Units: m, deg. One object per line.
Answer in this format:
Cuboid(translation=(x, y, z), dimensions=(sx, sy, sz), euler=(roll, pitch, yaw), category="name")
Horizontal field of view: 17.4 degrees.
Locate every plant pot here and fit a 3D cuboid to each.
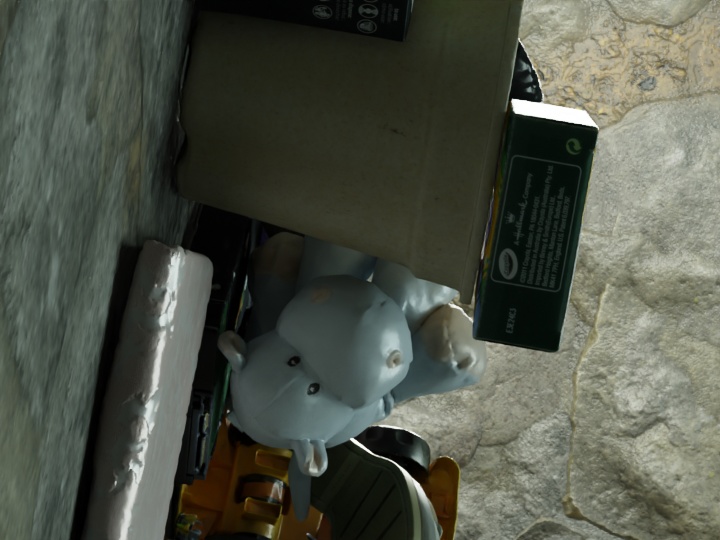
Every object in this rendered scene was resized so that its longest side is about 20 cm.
Cuboid(translation=(-0.008, -0.094, 1.383), dimensions=(0.200, 0.183, 0.200), euler=(10, 90, -88), category="plant pot")

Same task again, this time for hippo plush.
Cuboid(translation=(-0.034, 0.044, 1.454), dimensions=(0.200, 0.159, 0.161), euler=(-39, 169, 16), category="hippo plush")

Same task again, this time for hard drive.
Cuboid(translation=(-0.096, 0.023, 1.530), dimensions=(0.200, 0.038, 0.140), euler=(-79, 178, -49), category="hard drive")

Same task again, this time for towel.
Cuboid(translation=(-0.118, 0.084, 1.286), dimensions=(0.191, 0.032, 0.200), euler=(27, 73, -89), category="towel")

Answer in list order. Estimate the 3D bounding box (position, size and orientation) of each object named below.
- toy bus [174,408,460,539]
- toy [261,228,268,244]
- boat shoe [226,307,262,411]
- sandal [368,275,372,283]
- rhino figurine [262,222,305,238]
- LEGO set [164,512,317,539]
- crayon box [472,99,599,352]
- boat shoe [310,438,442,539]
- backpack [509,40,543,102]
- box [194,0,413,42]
Cuboid(translation=(-0.042, 0.196, 1.754), dimensions=(0.192, 0.200, 0.136), euler=(113, -11, -65), category="toy bus")
Cuboid(translation=(-0.064, -0.021, 1.754), dimensions=(0.200, 0.047, 0.115), euler=(139, -37, -74), category="toy")
Cuboid(translation=(-0.060, 0.066, 1.653), dimensions=(0.070, 0.066, 0.200), euler=(-66, -164, 4), category="boat shoe")
Cuboid(translation=(0.001, 0.004, 1.668), dimensions=(0.082, 0.050, 0.203), euler=(-112, -147, -59), category="sandal")
Cuboid(translation=(-0.049, -0.064, 1.639), dimensions=(0.200, 0.060, 0.087), euler=(-116, -161, -46), category="rhino figurine")
Cuboid(translation=(-0.070, 0.213, 1.536), dimensions=(0.116, 0.154, 0.200), euler=(-63, 176, 17), category="LEGO set")
Cuboid(translation=(0.100, -0.031, 1.363), dimensions=(0.200, 0.052, 0.126), euler=(-59, 159, -82), category="crayon box")
Cuboid(translation=(0.019, 0.164, 1.534), dimensions=(0.075, 0.068, 0.200), euler=(-52, -158, 5), category="boat shoe")
Cuboid(translation=(0.019, -0.150, 1.799), dimensions=(0.167, 0.200, 0.127), euler=(62, 0, 31), category="backpack")
Cuboid(translation=(-0.014, -0.255, 1.302), dimensions=(0.149, 0.124, 0.200), euler=(97, 3, -53), category="box")
